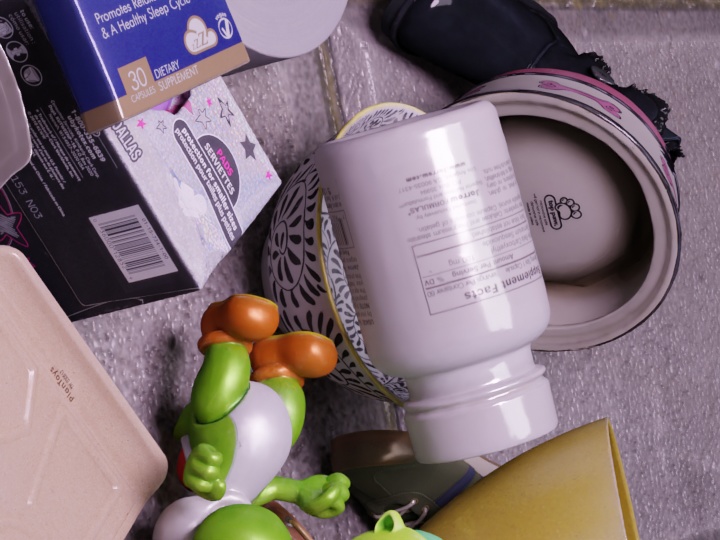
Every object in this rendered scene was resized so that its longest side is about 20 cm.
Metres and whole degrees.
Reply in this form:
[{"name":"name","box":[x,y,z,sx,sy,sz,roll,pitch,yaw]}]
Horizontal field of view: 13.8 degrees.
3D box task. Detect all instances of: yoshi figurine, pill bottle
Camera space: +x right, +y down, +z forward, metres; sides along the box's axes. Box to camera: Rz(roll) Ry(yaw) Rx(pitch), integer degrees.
[{"name":"yoshi figurine","box":[-0.063,0.119,1.717,0.112,0.112,0.200,95,8,-69]},{"name":"pill bottle","box":[0.051,0.008,1.772,0.114,0.114,0.200,-21,98,-54]}]

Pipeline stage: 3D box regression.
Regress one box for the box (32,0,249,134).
[{"name":"box","box":[-0.139,-0.184,1.581,0.121,0.032,0.200,-31,99,-52]}]

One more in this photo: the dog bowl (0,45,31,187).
[{"name":"dog bowl","box":[-0.247,-0.064,1.429,0.200,0.059,0.200,24,59,-47]}]

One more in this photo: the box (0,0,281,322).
[{"name":"box","box":[-0.157,-0.088,1.658,0.200,0.132,0.115,59,39,-22]}]

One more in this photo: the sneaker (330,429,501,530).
[{"name":"sneaker","box":[0.054,0.166,1.930,0.200,0.067,0.090,24,56,-52]}]

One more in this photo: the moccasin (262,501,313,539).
[{"name":"moccasin","box":[-0.012,0.221,1.828,0.201,0.074,0.078,47,54,-23]}]

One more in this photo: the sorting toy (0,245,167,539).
[{"name":"sorting toy","box":[-0.203,0.115,1.626,0.185,0.036,0.200,57,45,-26]}]

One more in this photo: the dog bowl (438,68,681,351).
[{"name":"dog bowl","box":[0.123,-0.047,1.986,0.200,0.200,0.074,62,30,-21]}]

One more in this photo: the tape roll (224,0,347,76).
[{"name":"tape roll","box":[-0.088,-0.224,1.853,0.200,0.066,0.201,20,65,-49]}]

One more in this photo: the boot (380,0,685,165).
[{"name":"boot","box":[0.124,-0.130,2.038,0.168,0.076,0.200,45,17,29]}]

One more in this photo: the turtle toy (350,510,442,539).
[{"name":"turtle toy","box":[0.036,0.237,1.740,0.101,0.146,0.200,-16,99,-52]}]

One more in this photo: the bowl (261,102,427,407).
[{"name":"bowl","box":[0.000,0.000,1.883,0.201,0.094,0.201,19,65,-50]}]

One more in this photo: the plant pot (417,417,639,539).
[{"name":"plant pot","box":[0.107,0.204,1.846,0.200,0.142,0.200,-13,90,-83]}]
